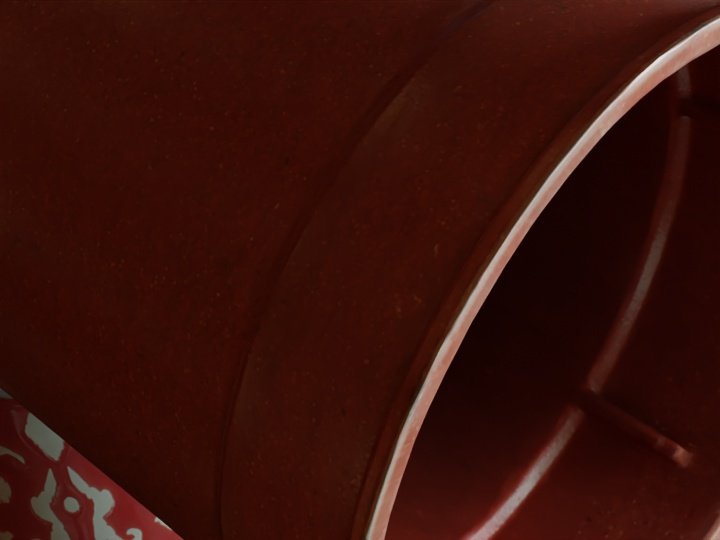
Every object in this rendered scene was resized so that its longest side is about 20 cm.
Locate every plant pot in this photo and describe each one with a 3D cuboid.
[{"bbox_3d":[-0.010,-0.013,0.700,0.201,0.195,0.202,-38,145,-34],"label":"plant pot"}]

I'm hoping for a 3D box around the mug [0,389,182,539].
[{"bbox_3d":[-0.087,0.062,0.945,0.133,0.178,0.201,-24,134,-12],"label":"mug"}]
